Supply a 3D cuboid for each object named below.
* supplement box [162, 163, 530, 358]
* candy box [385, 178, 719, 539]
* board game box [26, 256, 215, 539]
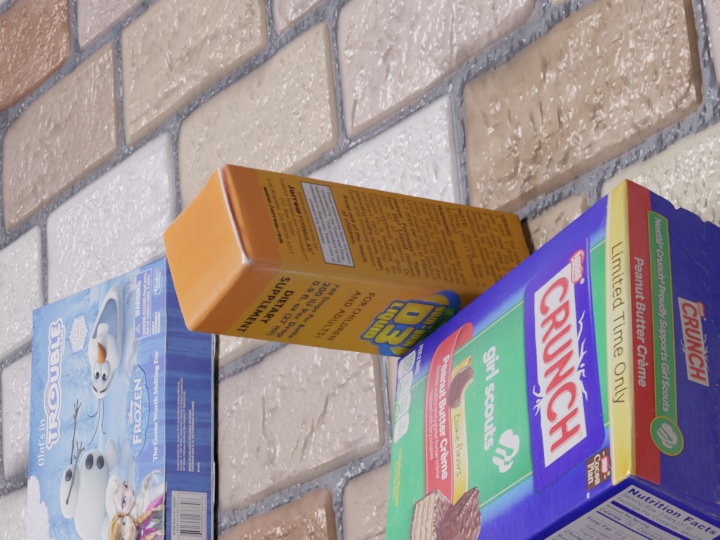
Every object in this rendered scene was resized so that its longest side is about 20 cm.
[{"bbox_3d":[0.000,0.000,1.185,0.067,0.200,0.069,-48,49,39],"label":"supplement box"},{"bbox_3d":[0.096,0.081,1.104,0.200,0.077,0.169,-39,36,43],"label":"candy box"},{"bbox_3d":[-0.168,0.108,1.546,0.199,0.043,0.200,-20,66,54],"label":"board game box"}]
